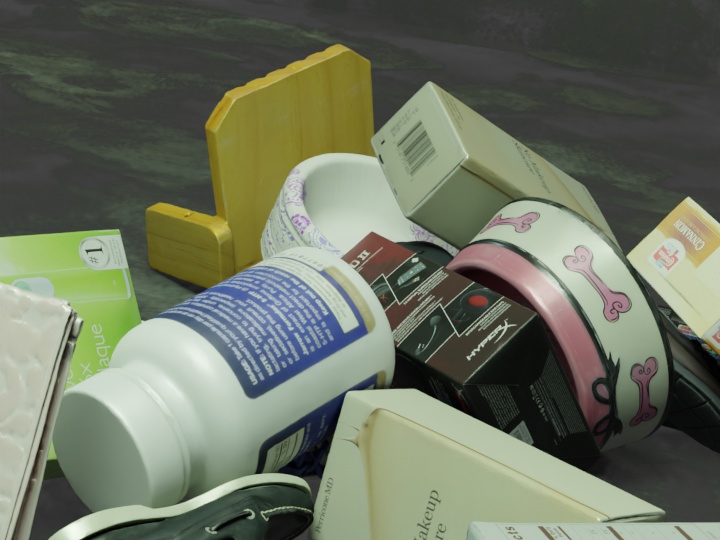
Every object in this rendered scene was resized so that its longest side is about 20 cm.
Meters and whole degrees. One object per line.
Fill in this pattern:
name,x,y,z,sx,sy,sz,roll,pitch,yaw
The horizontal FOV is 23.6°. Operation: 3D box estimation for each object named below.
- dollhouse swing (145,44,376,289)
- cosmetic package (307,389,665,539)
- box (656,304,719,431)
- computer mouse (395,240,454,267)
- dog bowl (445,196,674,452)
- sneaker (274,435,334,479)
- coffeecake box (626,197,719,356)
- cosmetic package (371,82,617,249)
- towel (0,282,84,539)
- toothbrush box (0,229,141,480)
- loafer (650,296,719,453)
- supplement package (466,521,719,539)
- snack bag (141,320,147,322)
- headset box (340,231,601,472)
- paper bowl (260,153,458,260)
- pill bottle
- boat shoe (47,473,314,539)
dollhouse swing,-0.092,-0.105,1.540,0.200,0.176,0.182,-28,26,-29
cosmetic package,0.071,0.152,1.023,0.200,0.104,0.073,22,12,39
box,0.219,0.068,1.473,0.200,0.050,0.198,14,18,13
computer mouse,0.000,0.000,1.300,0.200,0.034,0.059,-6,45,-41
dog bowl,0.132,0.052,1.258,0.074,0.200,0.200,-29,35,-27
sneaker,-0.039,0.122,1.167,0.200,0.075,0.088,12,35,14
coffeecake box,0.317,0.053,1.338,0.200,0.073,0.154,41,9,-25
cosmetic package,0.111,-0.056,1.382,0.200,0.073,0.104,28,27,-38
towel,-0.259,0.087,0.947,0.200,0.191,0.032,15,-2,22
toothbrush box,-0.236,0.060,1.075,0.200,0.146,0.086,-5,-15,-40
loafer,0.237,0.061,1.310,0.200,0.063,0.072,42,-24,-15
supplement package,0.155,0.204,0.881,0.200,0.117,0.117,2,18,-19
snack bag,-0.224,0.060,1.329,0.200,0.021,0.189,10,16,5
headset box,0.056,0.069,1.205,0.075,0.149,0.200,-42,39,-18
paper bowl,0.012,0.000,1.439,0.200,0.104,0.201,20,32,-13
pill bottle,-0.085,0.073,1.057,0.120,0.120,0.200,22,35,36
boat shoe,-0.090,0.166,0.981,0.199,0.075,0.066,1,45,-52
